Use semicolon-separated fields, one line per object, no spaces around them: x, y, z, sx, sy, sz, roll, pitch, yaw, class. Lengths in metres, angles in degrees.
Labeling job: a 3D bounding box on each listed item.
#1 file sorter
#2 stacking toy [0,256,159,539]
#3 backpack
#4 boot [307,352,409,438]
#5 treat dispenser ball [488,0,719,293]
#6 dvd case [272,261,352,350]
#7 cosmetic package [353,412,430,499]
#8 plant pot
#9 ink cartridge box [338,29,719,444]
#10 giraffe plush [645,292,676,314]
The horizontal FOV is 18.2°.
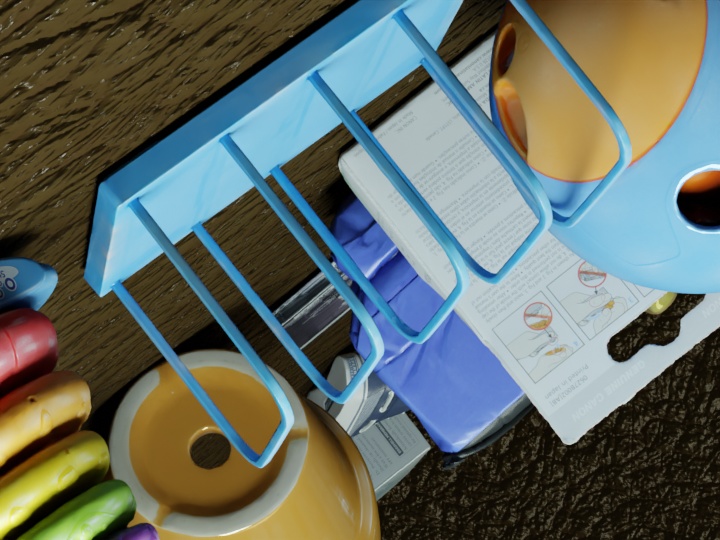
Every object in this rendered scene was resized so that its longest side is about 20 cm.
-0.001;-0.027;0.967;0.200;0.123;0.139;-37;174;-17;file sorter
-0.121;0.105;0.855;0.110;0.200;0.116;-43;171;35;stacking toy
0.068;0.000;1.332;0.162;0.168;0.200;-36;179;3;backpack
0.006;0.134;2.199;0.090;0.073;0.200;-2;161;-16;boot
0.161;-0.090;1.082;0.201;0.201;0.201;-38;174;-5;treat dispenser ball
0.000;0.000;1.629;0.149;0.016;0.200;-40;173;-2;dvd case
-0.046;0.218;2.407;0.200;0.123;0.199;-36;173;-12;cosmetic package
-0.090;0.143;1.446;0.200;0.200;0.184;-37;157;-14;plant pot
0.109;-0.030;1.204;0.161;0.200;0.050;-38;171;-3;ink cartridge box
0.190;-0.091;1.611;0.162;0.172;0.200;-48;140;-6;giraffe plush
